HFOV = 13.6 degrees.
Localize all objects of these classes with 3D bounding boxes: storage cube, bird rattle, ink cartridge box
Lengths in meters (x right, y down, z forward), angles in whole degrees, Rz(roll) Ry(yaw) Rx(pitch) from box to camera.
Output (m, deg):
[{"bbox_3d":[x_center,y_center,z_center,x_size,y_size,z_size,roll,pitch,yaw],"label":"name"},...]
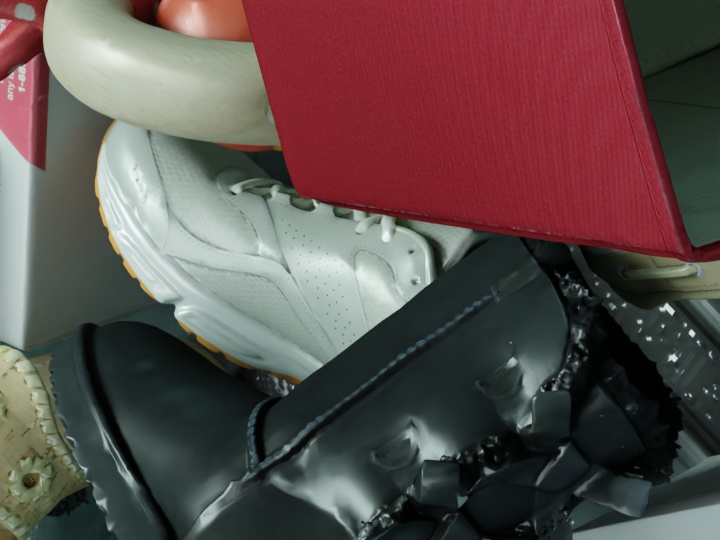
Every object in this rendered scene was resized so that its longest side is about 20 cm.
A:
[{"bbox_3d":[0.072,-0.116,0.768,0.179,0.170,0.201,11,121,57],"label":"storage cube"},{"bbox_3d":[-0.038,-0.083,0.912,0.163,0.199,0.113,-111,30,-68],"label":"bird rattle"},{"bbox_3d":[-0.159,-0.075,1.099,0.199,0.083,0.146,21,117,36],"label":"ink cartridge box"}]

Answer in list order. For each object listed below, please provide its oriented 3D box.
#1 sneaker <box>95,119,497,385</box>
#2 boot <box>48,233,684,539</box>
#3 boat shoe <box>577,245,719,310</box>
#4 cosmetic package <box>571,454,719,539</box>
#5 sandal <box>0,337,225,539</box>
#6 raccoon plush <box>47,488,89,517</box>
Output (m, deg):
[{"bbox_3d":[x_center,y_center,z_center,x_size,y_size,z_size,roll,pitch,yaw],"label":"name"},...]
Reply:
[{"bbox_3d":[0.000,0.000,0.994,0.200,0.076,0.092,44,121,15],"label":"sneaker"},{"bbox_3d":[-0.002,0.040,0.908,0.162,0.073,0.198,-37,34,5],"label":"boot"},{"bbox_3d":[0.142,-0.027,0.853,0.199,0.075,0.069,1,120,42],"label":"boat shoe"},{"bbox_3d":[0.158,0.071,0.854,0.199,0.082,0.051,-16,91,45],"label":"cosmetic package"},{"bbox_3d":[-0.116,0.048,0.999,0.078,0.211,0.070,47,131,21],"label":"sandal"},{"bbox_3d":[-0.183,0.104,1.187,0.134,0.097,0.201,34,136,20],"label":"raccoon plush"}]
